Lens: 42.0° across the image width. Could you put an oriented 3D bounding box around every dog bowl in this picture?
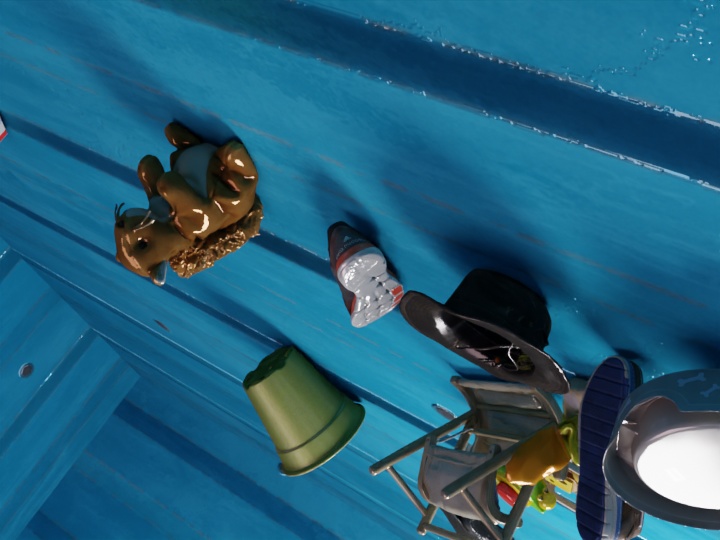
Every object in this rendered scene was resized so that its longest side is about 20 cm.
[{"bbox_3d":[0.328,0.167,0.875,0.198,0.059,0.201,10,138,9],"label":"dog bowl"}]

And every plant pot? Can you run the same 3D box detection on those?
[{"bbox_3d":[-0.122,0.251,1.789,0.191,0.200,0.200,55,156,-14],"label":"plant pot"}]

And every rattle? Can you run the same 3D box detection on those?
[{"bbox_3d":[0.284,0.214,1.039,0.200,0.142,0.131,33,132,38],"label":"rattle"}]

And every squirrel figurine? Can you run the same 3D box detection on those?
[{"bbox_3d":[-0.219,-0.057,1.189,0.141,0.187,0.200,23,157,30],"label":"squirrel figurine"}]

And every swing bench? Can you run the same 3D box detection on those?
[{"bbox_3d":[0.154,0.250,1.237,0.130,0.200,0.199,53,157,-14],"label":"swing bench"}]

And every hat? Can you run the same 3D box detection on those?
[{"bbox_3d":[0.145,0.051,0.994,0.199,0.081,0.201,28,167,7],"label":"hat"}]

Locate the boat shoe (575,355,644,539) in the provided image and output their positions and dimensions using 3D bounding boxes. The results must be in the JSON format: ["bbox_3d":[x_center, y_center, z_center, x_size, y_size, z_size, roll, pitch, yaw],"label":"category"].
[{"bbox_3d":[0.274,0.188,0.989,0.072,0.202,0.072,3,-171,-24],"label":"boat shoe"}]

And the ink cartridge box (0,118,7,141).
[{"bbox_3d":[-0.710,-0.280,1.682,0.116,0.067,0.200,36,161,1],"label":"ink cartridge box"}]

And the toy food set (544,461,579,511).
[{"bbox_3d":[0.299,0.303,1.340,0.143,0.061,0.200,28,159,22],"label":"toy food set"}]

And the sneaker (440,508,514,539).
[{"bbox_3d":[0.255,0.563,2.026,0.200,0.060,0.104,48,157,-17],"label":"sneaker"}]

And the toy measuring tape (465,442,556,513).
[{"bbox_3d":[0.201,0.282,1.336,0.200,0.074,0.074,27,162,52],"label":"toy measuring tape"}]

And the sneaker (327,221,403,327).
[{"bbox_3d":[0.000,0.000,1.166,0.082,0.077,0.200,57,170,27],"label":"sneaker"}]
